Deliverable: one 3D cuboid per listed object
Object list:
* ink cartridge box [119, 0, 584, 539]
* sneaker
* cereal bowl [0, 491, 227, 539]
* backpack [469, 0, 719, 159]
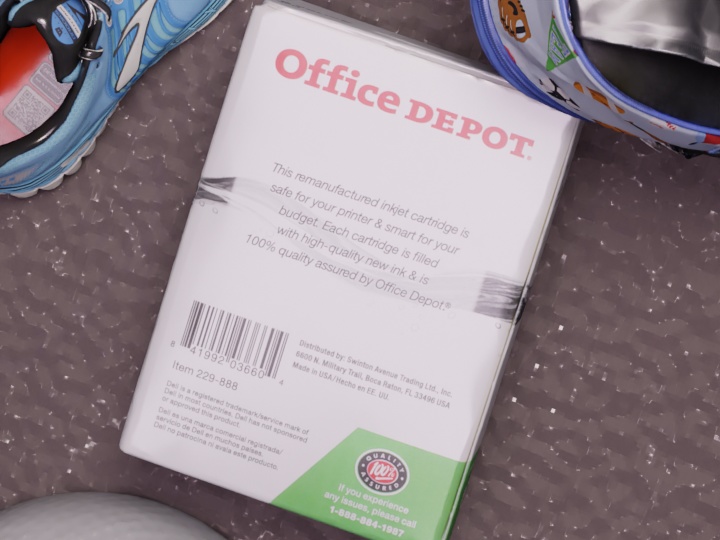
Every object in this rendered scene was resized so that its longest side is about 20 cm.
[{"bbox_3d":[0.000,0.000,1.228,0.145,0.084,0.201,19,99,6],"label":"ink cartridge box"},{"bbox_3d":[-0.109,-0.111,1.227,0.078,0.090,0.200,35,100,3],"label":"sneaker"},{"bbox_3d":[-0.125,0.200,1.273,0.199,0.083,0.201,1,96,8],"label":"cereal bowl"},{"bbox_3d":[0.135,-0.133,1.122,0.190,0.154,0.201,8,87,-34],"label":"backpack"}]
